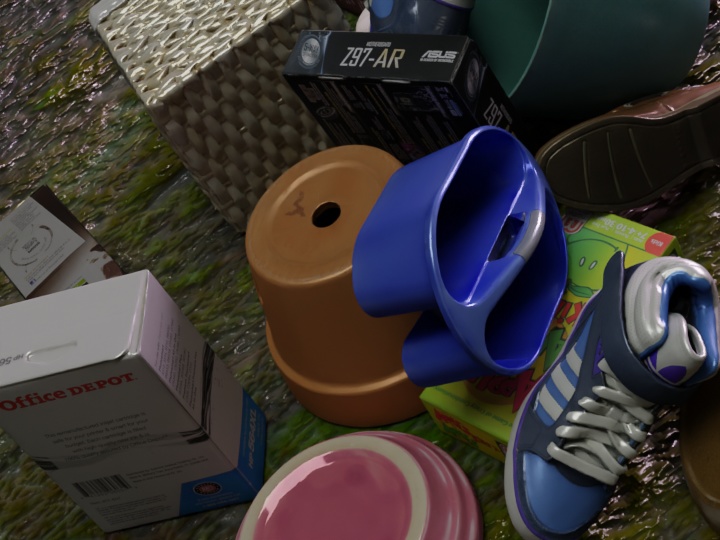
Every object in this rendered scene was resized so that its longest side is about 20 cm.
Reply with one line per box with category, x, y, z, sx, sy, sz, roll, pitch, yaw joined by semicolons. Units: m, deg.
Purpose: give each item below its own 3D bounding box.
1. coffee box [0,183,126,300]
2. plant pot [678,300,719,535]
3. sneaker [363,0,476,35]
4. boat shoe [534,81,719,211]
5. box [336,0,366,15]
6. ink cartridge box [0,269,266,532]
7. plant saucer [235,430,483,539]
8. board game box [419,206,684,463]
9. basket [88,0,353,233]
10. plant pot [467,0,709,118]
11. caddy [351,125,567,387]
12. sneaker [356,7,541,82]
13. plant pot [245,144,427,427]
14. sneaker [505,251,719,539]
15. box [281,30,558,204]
coffee box;-0.234;0.027;1.427;0.080;0.113;0.200;-40;44;-8
plant pot;0.257;0.076;1.066;0.200;0.027;0.202;-163;90;-72
sneaker;0.024;-0.208;1.406;0.148;0.080;0.200;-67;31;22
boat shoe;0.217;-0.095;1.286;0.198;0.073;0.068;-15;15;-15
box;0.023;-0.296;1.592;0.100;0.075;0.199;-45;46;-13
ink cartridge box;-0.178;0.102;1.264;0.144;0.201;0.085;-14;46;19
plant saucer;-0.012;0.195;1.194;0.198;0.051;0.202;-17;46;18
board game box;0.145;0.048;1.234;0.101;0.048;0.200;24;67;41
basket;-0.099;-0.180;1.469;0.197;0.201;0.161;-34;45;-1
plant pot;0.181;-0.213;1.333;0.159;0.202;0.202;7;41;-20
caddy;0.082;-0.011;1.169;0.104;0.142;0.201;-19;27;35
sneaker;0.058;-0.174;1.461;0.198;0.074;0.116;13;57;35
plant pot;0.000;0.000;1.295;0.198;0.140;0.202;-16;47;17
sneaker;0.170;0.083;1.094;0.202;0.080;0.146;-64;9;-16
box;0.052;-0.108;1.313;0.159;0.200;0.044;7;62;35
